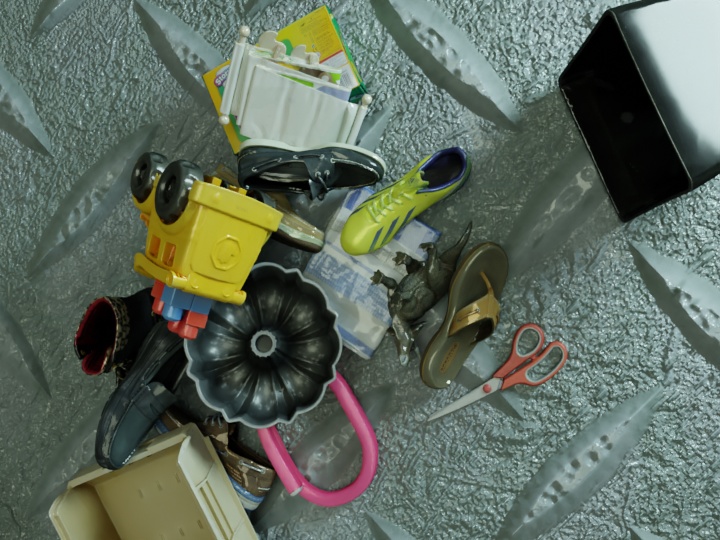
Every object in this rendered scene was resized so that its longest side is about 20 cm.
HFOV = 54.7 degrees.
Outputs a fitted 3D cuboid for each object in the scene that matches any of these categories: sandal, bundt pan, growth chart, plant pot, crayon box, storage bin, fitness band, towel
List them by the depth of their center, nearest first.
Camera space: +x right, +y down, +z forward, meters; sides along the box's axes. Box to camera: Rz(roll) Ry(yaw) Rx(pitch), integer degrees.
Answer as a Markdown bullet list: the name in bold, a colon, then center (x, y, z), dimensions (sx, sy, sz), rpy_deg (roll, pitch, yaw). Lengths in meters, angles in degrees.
- **plant pot**: center (0.365, -0.197, 0.786), dimensions (0.174, 0.200, 0.203), rpy_deg (-24, 84, -1)
- **sandal**: center (0.139, 0.065, 0.873), dimensions (0.054, 0.079, 0.204), rpy_deg (35, 103, 54)
- **bundt pan**: center (-0.121, 0.097, 0.891), dimensions (0.196, 0.076, 0.207), rpy_deg (1, 79, -3)
- **growth chart**: center (-0.083, -0.213, 0.891), dimensions (0.196, 0.018, 0.146), rpy_deg (22, 116, -18)
- **storage bin**: center (-0.260, 0.329, 0.892), dimensions (0.196, 0.094, 0.202), rpy_deg (-23, 97, 13)
- **towel**: center (0.000, 0.000, 0.936), dimensions (0.145, 0.024, 0.203), rpy_deg (32, 95, 10)
- **fitness band**: center (-0.060, 0.219, 0.938), dimensions (0.142, 0.037, 0.203), rpy_deg (-32, 84, 9)
- **crayon box**: center (-0.103, -0.251, 0.944), dimensions (0.197, 0.058, 0.121), rpy_deg (-26, 84, 10)

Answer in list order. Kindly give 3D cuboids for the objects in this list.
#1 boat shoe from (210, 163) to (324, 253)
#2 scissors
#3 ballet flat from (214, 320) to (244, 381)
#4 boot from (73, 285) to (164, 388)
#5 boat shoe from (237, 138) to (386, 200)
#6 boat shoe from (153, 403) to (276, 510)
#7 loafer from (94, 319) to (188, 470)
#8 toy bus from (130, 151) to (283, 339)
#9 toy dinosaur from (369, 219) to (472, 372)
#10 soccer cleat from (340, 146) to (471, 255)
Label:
- **boat shoe**: center (-0.127, -0.092, 0.940), dimensions (0.197, 0.072, 0.077), rpy_deg (26, 80, 15)
- **scissors**: center (0.178, 0.152, 0.900), dimensions (0.200, 0.014, 0.073), rpy_deg (-45, 83, 6)
- **ballet flat**: center (-0.192, 0.073, 0.959), dimensions (0.071, 0.069, 0.201), rpy_deg (-37, 86, -10)
- **boot**: center (-0.321, 0.121, 0.935), dimensions (0.072, 0.150, 0.205), rpy_deg (16, 93, 11)
- **boat shoe**: center (-0.066, -0.122, 0.894), dimensions (0.194, 0.075, 0.067), rpy_deg (9, 57, 1)
- **boat shoe**: center (-0.198, 0.234, 0.955), dimensions (0.199, 0.072, 0.073), rpy_deg (40, 92, 0)
- **loafer**: center (-0.268, 0.157, 0.886), dimensions (0.069, 0.069, 0.204), rpy_deg (10, 61, 25)
- **toy bus**: center (-0.209, -0.026, 0.835), dimensions (0.198, 0.134, 0.196), rpy_deg (22, 94, 47)
- **toy dinosaur**: center (0.078, 0.019, 0.895), dimensions (0.076, 0.102, 0.202), rpy_deg (27, 82, 41)
- **soccer cleat**: center (0.054, -0.093, 0.879), dimensions (0.198, 0.084, 0.065), rpy_deg (-35, 79, -4)
